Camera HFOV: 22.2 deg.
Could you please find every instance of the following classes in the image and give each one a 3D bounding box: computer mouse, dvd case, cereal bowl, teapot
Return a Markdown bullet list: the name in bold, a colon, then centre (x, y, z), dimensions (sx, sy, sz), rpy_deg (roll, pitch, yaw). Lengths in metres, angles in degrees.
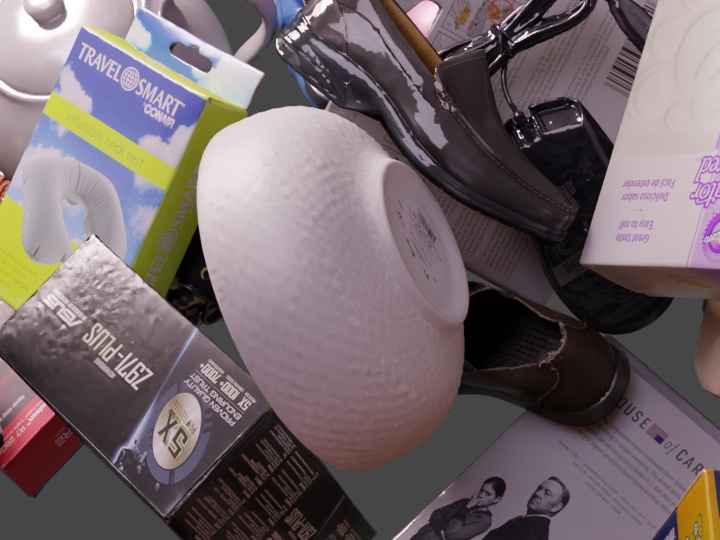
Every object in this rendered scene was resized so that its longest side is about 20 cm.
- **computer mouse**: centre (0.138, -0.073, 1.072), dimensions (0.140, 0.046, 0.201), rpy_deg (-38, 90, 12)
- **dvd case**: centre (0.124, 0.151, 1.051), dimensions (0.200, 0.025, 0.150), rpy_deg (-42, 58, -9)
- **cereal bowl**: centre (0.000, 0.000, 0.983), dimensions (0.083, 0.200, 0.202), rpy_deg (-24, 56, 22)
- **teapot**: centre (-0.181, -0.143, 1.239), dimensions (0.197, 0.146, 0.200), rpy_deg (36, 76, 30)

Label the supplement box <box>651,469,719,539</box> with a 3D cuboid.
- **supplement box**: centre (0.217, 0.213, 0.919), dimensions (0.108, 0.110, 0.202), rpy_deg (3, 60, -7)

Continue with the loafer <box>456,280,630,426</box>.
- **loafer**: centre (0.066, 0.033, 1.092), dimensions (0.199, 0.071, 0.073), rpy_deg (10, 64, 38)

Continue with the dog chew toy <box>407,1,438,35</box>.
- **dog chew toy**: centre (0.074, -0.150, 1.183), dimensions (0.123, 0.125, 0.202), rpy_deg (12, 78, 23)

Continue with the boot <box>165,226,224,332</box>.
- **boot**: centre (-0.067, 0.007, 1.136), dimensions (0.150, 0.073, 0.201), rpy_deg (-27, 48, 23)

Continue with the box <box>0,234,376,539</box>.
- **box**: centre (-0.097, 0.098, 1.045), dimensions (0.086, 0.200, 0.163), rpy_deg (-46, 59, -10)

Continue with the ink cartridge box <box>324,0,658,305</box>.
- **ink cartridge box**: centre (0.079, -0.107, 1.108), dimensions (0.175, 0.045, 0.201), rpy_deg (27, 92, -9)

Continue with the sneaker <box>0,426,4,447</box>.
- **sneaker**: centre (-0.308, 0.094, 1.161), dimensions (0.199, 0.076, 0.088), rpy_deg (-21, 74, 26)

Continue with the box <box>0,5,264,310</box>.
- **box**: centre (-0.151, -0.056, 1.133), dimensions (0.121, 0.048, 0.201), rpy_deg (31, 100, 32)

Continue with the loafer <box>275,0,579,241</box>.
- **loafer**: centre (0.047, -0.094, 1.025), dimensions (0.199, 0.073, 0.073), rpy_deg (38, 102, 3)

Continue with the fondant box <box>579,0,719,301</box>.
- **fondant box**: centre (0.207, -0.086, 0.979), dimensions (0.144, 0.058, 0.202), rpy_deg (3, 74, 59)

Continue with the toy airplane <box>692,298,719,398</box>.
- **toy airplane**: centre (0.257, -0.047, 1.071), dimensions (0.200, 0.140, 0.200), rpy_deg (-44, 37, 34)

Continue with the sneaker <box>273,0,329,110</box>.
- **sneaker**: centre (-0.015, -0.138, 1.198), dimensions (0.065, 0.079, 0.201), rpy_deg (-8, 35, -7)

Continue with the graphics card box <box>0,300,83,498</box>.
- **graphics card box**: centre (-0.240, 0.040, 1.212), dimensions (0.126, 0.051, 0.200), rpy_deg (-46, 58, -10)
